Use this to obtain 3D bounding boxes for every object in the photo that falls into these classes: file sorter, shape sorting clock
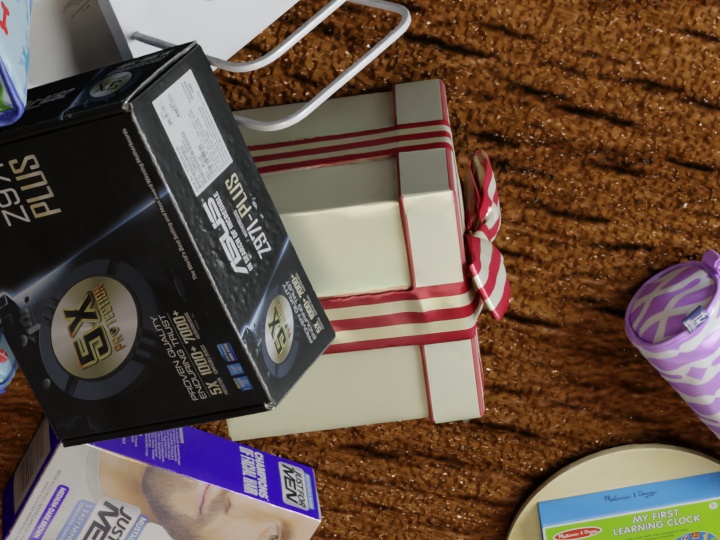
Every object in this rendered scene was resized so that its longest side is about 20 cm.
[{"bbox_3d":[-0.072,-0.197,1.364,0.139,0.124,0.200,-42,131,-27],"label":"file sorter"},{"bbox_3d":[0.204,0.211,1.772,0.200,0.039,0.200,-3,125,-4],"label":"shape sorting clock"}]

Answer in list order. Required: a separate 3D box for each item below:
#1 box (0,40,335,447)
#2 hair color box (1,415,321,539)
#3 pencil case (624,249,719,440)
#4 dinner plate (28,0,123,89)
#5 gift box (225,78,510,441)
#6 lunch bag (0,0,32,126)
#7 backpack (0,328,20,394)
[{"bbox_3d":[-0.134,-0.012,1.375,0.164,0.086,0.200,-11,113,33],"label":"box"},{"bbox_3d":[-0.141,0.167,1.683,0.200,0.065,0.109,19,120,-21],"label":"hair color box"},{"bbox_3d":[0.265,0.073,1.663,0.086,0.084,0.200,-46,123,-4],"label":"pencil case"},{"bbox_3d":[-0.168,-0.164,1.416,0.200,0.024,0.200,-20,133,-24],"label":"dinner plate"},{"bbox_3d":[0.000,0.000,1.517,0.187,0.185,0.200,-8,124,4],"label":"gift box"},{"bbox_3d":[-0.259,-0.180,1.253,0.127,0.170,0.200,-18,121,2],"label":"lunch bag"},{"bbox_3d":[-0.290,0.034,1.485,0.134,0.183,0.200,28,139,-16],"label":"backpack"}]
